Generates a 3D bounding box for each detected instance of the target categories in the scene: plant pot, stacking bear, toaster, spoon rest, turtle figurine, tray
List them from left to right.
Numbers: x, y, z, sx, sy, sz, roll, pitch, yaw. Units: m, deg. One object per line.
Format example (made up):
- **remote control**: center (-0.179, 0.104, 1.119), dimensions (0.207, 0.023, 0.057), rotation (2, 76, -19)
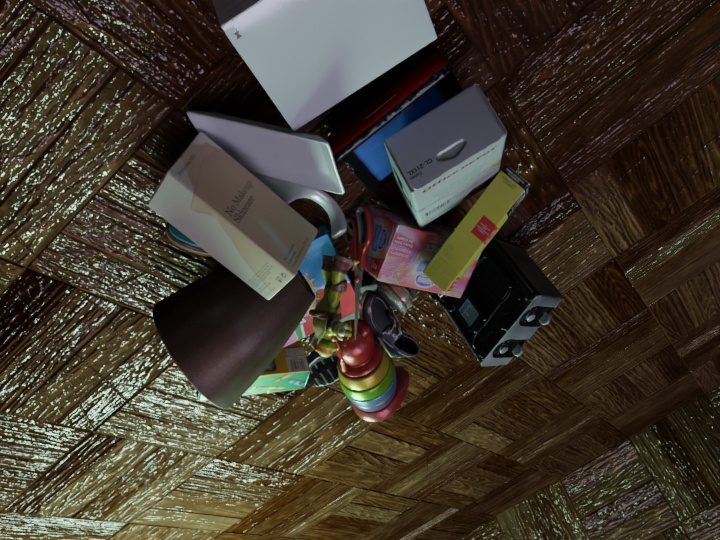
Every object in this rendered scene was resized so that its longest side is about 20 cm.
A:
- **plant pot**: center (-0.170, 0.063, 0.919), dimensions (0.198, 0.188, 0.188), rotation (-37, 142, -1)
- **tray**: center (-0.113, -0.153, 0.775), dimensions (0.194, 0.023, 0.108), rotation (16, 157, 18)
- **spoon rest**: center (-0.111, -0.101, 0.902), dimensions (0.195, 0.063, 0.099), rotation (15, 153, -30)
- **turtle figurine**: center (-0.048, 0.061, 0.955), dimensions (0.062, 0.167, 0.200), rotation (9, 177, -9)
- **stacking bear**: center (0.006, 0.165, 1.099), dimensions (0.118, 0.116, 0.203), rotation (-6, 134, 17)
- **toaster**: center (0.259, 0.056, 1.185), dimensions (0.116, 0.202, 0.183), rotation (11, 124, -39)

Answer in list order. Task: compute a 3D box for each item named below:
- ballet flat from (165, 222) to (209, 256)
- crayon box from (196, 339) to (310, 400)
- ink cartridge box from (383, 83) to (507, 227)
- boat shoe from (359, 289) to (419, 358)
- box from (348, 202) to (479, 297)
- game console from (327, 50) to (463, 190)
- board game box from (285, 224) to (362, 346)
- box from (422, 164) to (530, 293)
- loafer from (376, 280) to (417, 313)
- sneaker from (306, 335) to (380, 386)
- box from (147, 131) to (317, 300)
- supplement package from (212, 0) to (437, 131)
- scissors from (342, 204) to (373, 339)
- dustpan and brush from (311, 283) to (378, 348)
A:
- **ballet flat**: center (-0.192, -0.044, 0.922), dimensions (0.194, 0.071, 0.063), rotation (0, 152, -25)
- **crayon box**: center (-0.198, 0.154, 1.105), dimensions (0.194, 0.121, 0.059), rotation (-2, 139, -25)
- **ink cartridge box**: center (0.120, -0.153, 0.871), dimensions (0.143, 0.084, 0.200), rotation (-30, 168, 3)
- **boat shoe**: center (0.057, 0.101, 1.143), dimensions (0.061, 0.074, 0.201), rotation (7, 149, 30)
- **box**: center (0.092, -0.031, 1.031), dimensions (0.196, 0.102, 0.097), rotation (12, 108, -38)
- **game console**: center (0.060, -0.185, 0.844), dimensions (0.198, 0.173, 0.119), rotation (-35, 109, 15)
- **board game box**: center (-0.114, 0.037, 1.027), dimensions (0.195, 0.041, 0.156), rotation (-26, 117, 2)
- **box**: center (0.177, -0.060, 0.944), dimensions (0.202, 0.050, 0.075), rotation (-52, 168, 7)
- **loafer**: center (0.069, 0.030, 1.094), dimensions (0.063, 0.072, 0.200), rotation (-42, 178, -3)
- **sneaker**: center (-0.030, 0.167, 1.236), dimensions (0.196, 0.075, 0.080), rotation (-31, 171, 5)
- **box**: center (-0.162, -0.068, 0.802), dimensions (0.198, 0.096, 0.077), rotation (39, 135, -16)
- **supplement package**: center (-0.040, -0.287, 0.676), dimensions (0.196, 0.113, 0.156), rotation (-29, 142, 9)
- **scissors**: center (0.000, 0.000, 0.971), dimensions (0.014, 0.207, 0.072), rotation (8, 161, -41)
- **dustpan and brush**: center (-0.058, 0.091, 1.169), dimensions (0.136, 0.058, 0.204), rotation (-8, 134, -32)
